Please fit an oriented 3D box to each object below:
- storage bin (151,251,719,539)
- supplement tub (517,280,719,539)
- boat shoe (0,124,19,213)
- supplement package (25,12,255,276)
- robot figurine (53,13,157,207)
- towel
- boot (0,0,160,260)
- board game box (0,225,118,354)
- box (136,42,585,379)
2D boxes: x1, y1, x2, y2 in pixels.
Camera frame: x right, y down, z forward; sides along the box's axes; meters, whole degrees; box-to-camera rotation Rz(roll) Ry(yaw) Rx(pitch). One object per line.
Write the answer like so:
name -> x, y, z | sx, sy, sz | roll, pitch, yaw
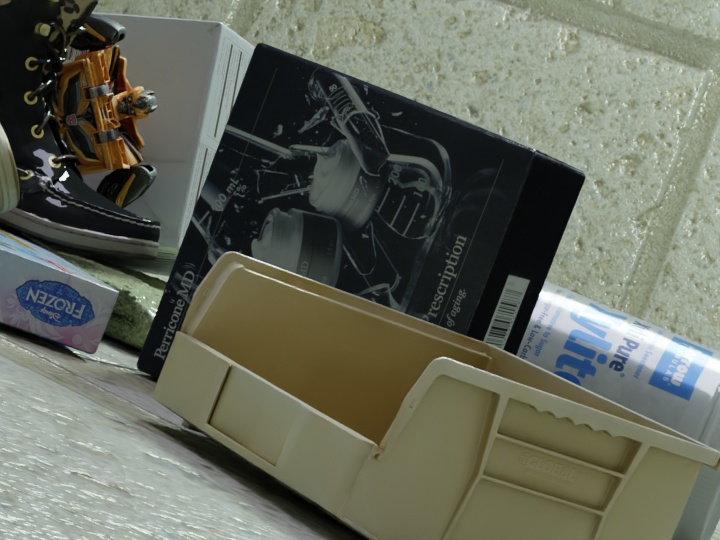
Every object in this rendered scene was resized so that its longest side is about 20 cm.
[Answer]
storage bin -> 0.031, 0.078, 1.228 | 0.198, 0.094, 0.200 | 21, 3, -35
supplement tub -> 0.150, 0.089, 1.628 | 0.199, 0.133, 0.132 | 21, 2, 13
boat shoe -> -0.263, -0.074, 1.434 | 0.065, 0.073, 0.199 | -23, 35, -32
supplement package -> -0.171, -0.086, 1.714 | 0.198, 0.157, 0.111 | 7, -11, 24
robot figurine -> -0.225, -0.089, 1.610 | 0.198, 0.146, 0.058 | -10, 9, 20
towel -> -0.148, 0.021, 1.624 | 0.148, 0.037, 0.199 | 19, 4, -44
boot -> -0.194, -0.100, 1.527 | 0.199, 0.152, 0.073 | 22, 1, 14
board game box -> -0.261, -0.021, 1.430 | 0.198, 0.041, 0.200 | 22, 1, -27
box -> 0.000, 0.000, 1.432 | 0.181, 0.201, 0.104 | 22, 4, 22
